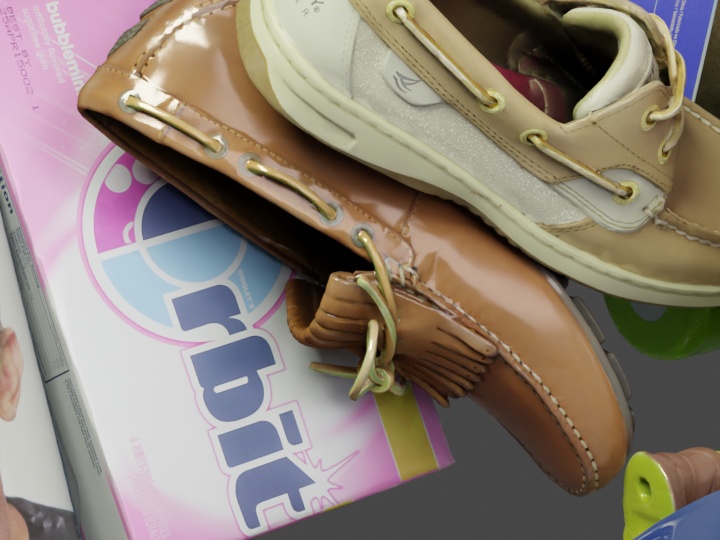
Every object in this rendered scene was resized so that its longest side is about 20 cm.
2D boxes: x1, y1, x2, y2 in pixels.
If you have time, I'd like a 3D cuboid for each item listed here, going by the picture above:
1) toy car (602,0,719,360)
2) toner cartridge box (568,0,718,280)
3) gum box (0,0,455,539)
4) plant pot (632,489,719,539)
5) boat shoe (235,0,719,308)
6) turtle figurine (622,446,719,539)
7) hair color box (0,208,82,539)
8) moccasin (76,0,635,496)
[{"bbox_3d":[0.154,-0.090,0.915,0.164,0.158,0.200,-13,73,-36],"label":"toy car"},{"bbox_3d":[0.078,-0.106,0.853,0.043,0.095,0.200,1,111,-27],"label":"toner cartridge box"},{"bbox_3d":[-0.062,-0.010,0.834,0.113,0.066,0.200,-18,87,-26],"label":"gum box"},{"bbox_3d":[0.105,0.184,0.669,0.200,0.180,0.200,31,71,-16],"label":"plant pot"},{"bbox_3d":[0.062,-0.048,0.761,0.200,0.066,0.074,20,44,-30],"label":"boat shoe"},{"bbox_3d":[0.173,0.075,0.794,0.161,0.200,0.064,-9,128,-33],"label":"turtle figurine"},{"bbox_3d":[-0.144,0.073,0.784,0.100,0.061,0.200,-13,85,-27],"label":"hair color box"},{"bbox_3d":[0.001,0.000,0.781,0.201,0.074,0.078,44,71,-14],"label":"moccasin"}]
